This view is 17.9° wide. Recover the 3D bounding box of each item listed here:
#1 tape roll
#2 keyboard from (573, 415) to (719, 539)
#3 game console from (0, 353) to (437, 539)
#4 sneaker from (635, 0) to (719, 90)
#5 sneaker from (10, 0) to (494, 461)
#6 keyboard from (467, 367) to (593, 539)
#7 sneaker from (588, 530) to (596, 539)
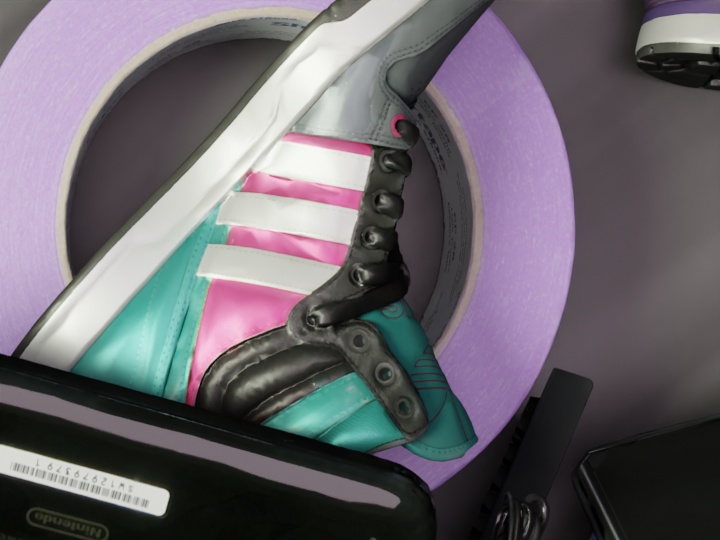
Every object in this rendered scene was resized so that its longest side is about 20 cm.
[{"bbox_3d":[-0.032,-0.015,0.758,0.198,0.066,0.202,0,90,-7],"label":"tape roll"},{"bbox_3d":[0.178,0.081,0.712,0.198,0.127,0.021,-13,132,-9],"label":"keyboard"},{"bbox_3d":[-0.092,0.092,0.692,0.198,0.117,0.177,15,112,-5],"label":"game console"},{"bbox_3d":[0.197,-0.103,0.783,0.198,0.076,0.088,7,83,-7],"label":"sneaker"},{"bbox_3d":[0.000,0.000,0.685,0.121,0.084,0.200,43,93,0],"label":"sneaker"},{"bbox_3d":[0.026,0.120,0.709,0.020,0.127,0.201,24,68,1],"label":"keyboard"},{"bbox_3d":[0.065,0.146,0.741,0.199,0.071,0.113,-19,83,-34],"label":"sneaker"}]
